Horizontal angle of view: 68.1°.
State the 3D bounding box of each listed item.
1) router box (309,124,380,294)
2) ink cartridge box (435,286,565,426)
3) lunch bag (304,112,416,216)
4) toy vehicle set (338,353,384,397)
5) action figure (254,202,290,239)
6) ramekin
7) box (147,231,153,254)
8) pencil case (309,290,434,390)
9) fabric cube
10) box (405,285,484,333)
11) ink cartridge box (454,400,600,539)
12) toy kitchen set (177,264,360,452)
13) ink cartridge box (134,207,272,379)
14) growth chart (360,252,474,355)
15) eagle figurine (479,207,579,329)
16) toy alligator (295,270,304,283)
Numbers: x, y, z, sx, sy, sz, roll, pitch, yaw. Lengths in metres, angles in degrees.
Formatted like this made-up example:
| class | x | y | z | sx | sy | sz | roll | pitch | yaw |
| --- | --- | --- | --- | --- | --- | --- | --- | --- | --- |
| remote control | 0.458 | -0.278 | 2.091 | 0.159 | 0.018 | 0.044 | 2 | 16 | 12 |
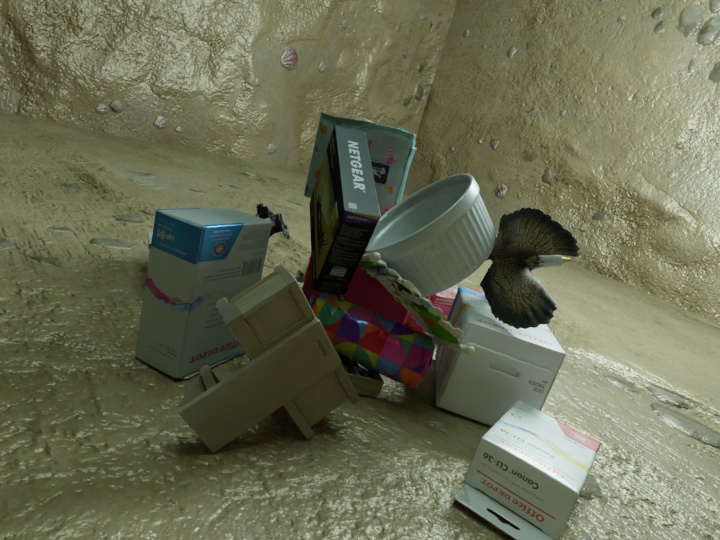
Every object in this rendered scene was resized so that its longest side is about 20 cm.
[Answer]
| class | x | y | z | sx | sy | sz | roll | pitch | yaw |
| --- | --- | --- | --- | --- | --- | --- | --- | --- | --- |
| router box | -0.030 | -0.090 | 0.785 | 0.052 | 0.157 | 0.200 | 9 | 44 | -17 |
| ink cartridge box | 0.208 | 0.135 | 0.849 | 0.147 | 0.145 | 0.200 | 18 | 15 | 3 |
| lunch bag | 0.005 | -0.193 | 0.996 | 0.200 | 0.171 | 0.122 | 25 | 16 | 37 |
| toy vehicle set | -0.053 | 0.121 | 0.828 | 0.124 | 0.027 | 0.200 | 16 | 15 | -22 |
| action figure | -0.254 | -0.057 | 1.097 | 0.119 | 0.200 | 0.102 | 49 | 19 | -50 |
| ramekin | 0.107 | -0.048 | 0.809 | 0.105 | 0.200 | 0.200 | 55 | 6 | -16 |
| box | -0.317 | -0.037 | 0.957 | 0.119 | 0.042 | 0.200 | -5 | 22 | -22 |
| pencil case | 0.011 | 0.096 | 0.776 | 0.200 | 0.089 | 0.088 | 27 | 16 | 9 |
| fabric cube | 0.000 | 0.000 | 1.013 | 0.200 | 0.200 | 0.196 | 15 | 14 | -5 |
| box | 0.203 | 0.091 | 1.094 | 0.200 | 0.100 | 0.095 | 11 | 16 | -23 |
| ink cartridge box | 0.203 | 0.235 | 0.633 | 0.116 | 0.068 | 0.200 | 24 | 17 | 27 |
| toy kitchen set | -0.137 | 0.092 | 0.623 | 0.163 | 0.200 | 0.180 | -34 | 38 | -14 |
| ink cartridge box | -0.207 | 0.023 | 0.710 | 0.084 | 0.200 | 0.144 | 18 | 14 | 22 |
| growth chart | 0.069 | 0.044 | 0.747 | 0.200 | 0.018 | 0.145 | 45 | -12 | -5 |
| eagle figurine | 0.247 | -0.015 | 0.813 | 0.152 | 0.151 | 0.200 | 59 | 17 | -2 |
| toy alligator | -0.154 | 0.041 | 0.992 | 0.054 | 0.059 | 0.200 | -22 | 8 | 13 |
